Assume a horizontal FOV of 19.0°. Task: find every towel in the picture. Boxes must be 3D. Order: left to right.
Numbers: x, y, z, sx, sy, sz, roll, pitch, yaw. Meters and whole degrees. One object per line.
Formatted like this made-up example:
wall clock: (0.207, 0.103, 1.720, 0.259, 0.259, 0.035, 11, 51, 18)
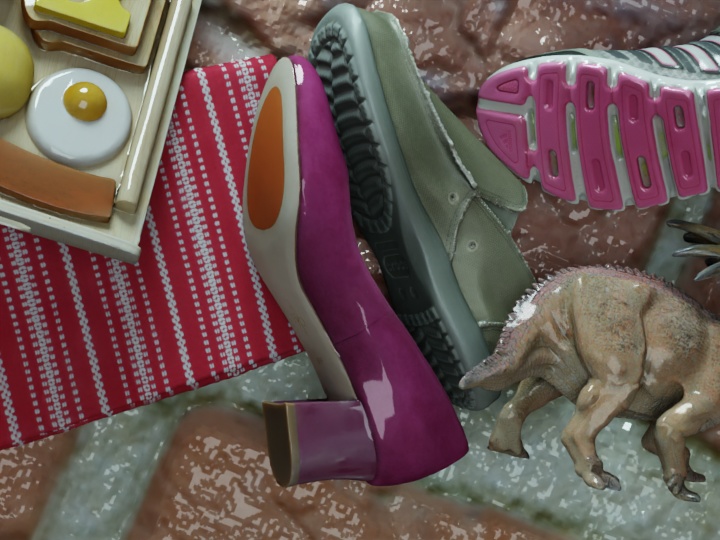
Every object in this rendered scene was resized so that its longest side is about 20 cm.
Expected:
towel: (-0.111, -0.010, 0.996, 0.199, 0.022, 0.146, -17, 95, -24)

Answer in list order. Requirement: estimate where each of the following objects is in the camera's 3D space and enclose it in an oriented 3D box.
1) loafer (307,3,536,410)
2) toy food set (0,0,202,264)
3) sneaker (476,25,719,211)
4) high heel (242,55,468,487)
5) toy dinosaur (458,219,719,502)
loafer: (0.035, -0.036, 1.014, 0.069, 0.075, 0.201, -27, 105, -22)
toy food set: (-0.145, -0.107, 0.956, 0.143, 0.060, 0.201, 17, 60, -9)
sneaker: (0.156, -0.078, 1.009, 0.199, 0.087, 0.074, 0, 114, 21)
high heel: (0.000, 0.000, 1.001, 0.096, 0.067, 0.201, -5, 99, -25)
toy dinosaur: (0.131, 0.030, 0.993, 0.199, 0.086, 0.136, 10, 93, -20)
